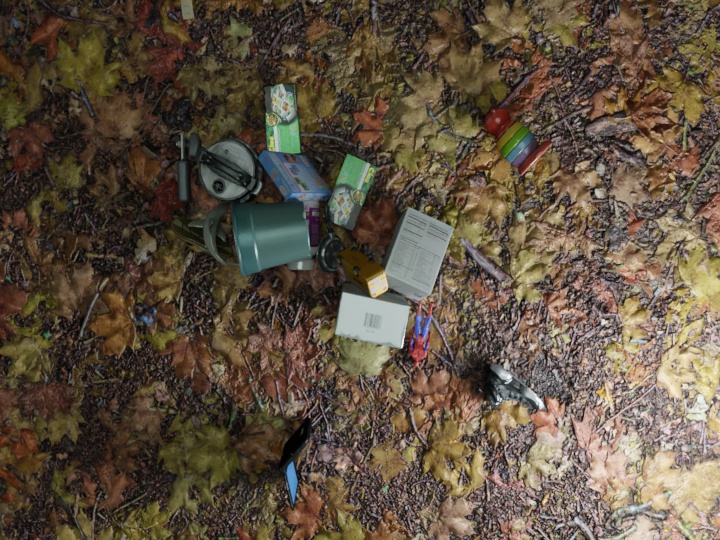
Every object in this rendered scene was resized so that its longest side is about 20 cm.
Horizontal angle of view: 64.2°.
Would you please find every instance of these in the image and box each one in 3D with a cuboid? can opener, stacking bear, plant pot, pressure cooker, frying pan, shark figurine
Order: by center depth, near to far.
[{"bbox_3d":[-0.235,-0.096,1.542,0.189,0.200,0.208,-8,94,-6],"label":"plant pot"},{"bbox_3d":[-0.364,-0.275,1.623,0.170,0.200,0.185,-15,93,0],"label":"pressure cooker"},{"bbox_3d":[-0.416,-0.101,1.645,0.124,0.090,0.221,-7,69,-28],"label":"shark figurine"},{"bbox_3d":[-0.510,-0.305,1.690,0.064,0.053,0.208,3,93,-3],"label":"can opener"},{"bbox_3d":[0.448,-0.395,1.694,0.113,0.122,0.201,-42,84,-6],"label":"stacking bear"},{"bbox_3d":[-0.076,-0.087,1.700,0.113,0.030,0.197,13,89,-47],"label":"frying pan"}]

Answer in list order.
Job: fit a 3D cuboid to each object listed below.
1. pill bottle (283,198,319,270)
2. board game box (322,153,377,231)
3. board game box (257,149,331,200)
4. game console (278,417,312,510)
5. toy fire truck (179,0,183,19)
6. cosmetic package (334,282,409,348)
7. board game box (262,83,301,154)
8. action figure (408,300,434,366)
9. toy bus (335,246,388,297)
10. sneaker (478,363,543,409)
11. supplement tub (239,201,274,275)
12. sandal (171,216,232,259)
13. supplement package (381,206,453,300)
[{"bbox_3d":[-0.174,-0.107,1.682,0.108,0.112,0.208,0,93,-2],"label":"pill bottle"},{"bbox_3d":[-0.032,-0.234,1.717,0.102,0.023,0.206,23,93,-2],"label":"board game box"},{"bbox_3d":[-0.181,-0.265,1.616,0.037,0.198,0.153,-42,75,27],"label":"board game box"},{"bbox_3d":[-0.172,0.558,1.676,0.116,0.200,0.177,42,91,-4],"label":"game console"},{"bbox_3d":[-0.557,-0.834,1.638,0.170,0.129,0.207,-16,84,-1],"label":"toy fire truck"},{"bbox_3d":[0.030,0.124,1.657,0.192,0.200,0.127,12,95,-3],"label":"cosmetic package"},{"bbox_3d":[-0.234,-0.447,1.706,0.101,0.023,0.208,-4,93,-4],"label":"board game box"},{"bbox_3d":[0.184,0.193,1.744,0.063,0.052,0.208,10,98,3],"label":"action figure"},{"bbox_3d":[0.000,0.000,1.626,0.064,0.199,0.080,-27,119,-18],"label":"toy bus"},{"bbox_3d":[0.455,0.385,1.752,0.198,0.075,0.115,37,92,2],"label":"sneaker"},{"bbox_3d":[-0.290,-0.094,1.683,0.103,0.107,0.208,10,92,-2],"label":"supplement tub"},{"bbox_3d":[-0.475,-0.085,1.701,0.196,0.081,0.054,30,128,-11],"label":"sandal"},{"bbox_3d":[0.154,-0.044,1.657,0.147,0.152,0.206,22,78,-3],"label":"supplement package"}]
